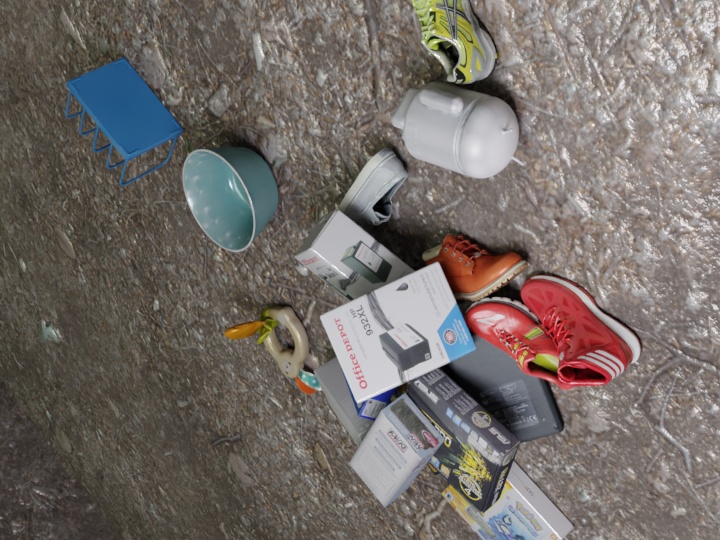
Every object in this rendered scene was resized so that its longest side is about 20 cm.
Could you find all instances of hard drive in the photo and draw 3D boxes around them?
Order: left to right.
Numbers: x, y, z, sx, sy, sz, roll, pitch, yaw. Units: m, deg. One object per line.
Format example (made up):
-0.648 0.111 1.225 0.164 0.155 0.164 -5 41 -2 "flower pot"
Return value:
0.224 0.180 1.596 0.138 0.033 0.202 -18 103 20 "hard drive"

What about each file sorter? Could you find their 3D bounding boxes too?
-0.477 -0.292 2.006 0.200 0.138 0.123 49 145 10 "file sorter"

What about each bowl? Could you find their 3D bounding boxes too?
-0.227 -0.147 1.855 0.199 0.105 0.203 26 133 33 "bowl"

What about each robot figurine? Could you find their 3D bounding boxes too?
0.140 -0.197 1.412 0.199 0.114 0.169 23 169 36 "robot figurine"

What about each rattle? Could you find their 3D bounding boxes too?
-0.164 0.181 1.994 0.129 0.143 0.203 -8 105 30 "rattle"

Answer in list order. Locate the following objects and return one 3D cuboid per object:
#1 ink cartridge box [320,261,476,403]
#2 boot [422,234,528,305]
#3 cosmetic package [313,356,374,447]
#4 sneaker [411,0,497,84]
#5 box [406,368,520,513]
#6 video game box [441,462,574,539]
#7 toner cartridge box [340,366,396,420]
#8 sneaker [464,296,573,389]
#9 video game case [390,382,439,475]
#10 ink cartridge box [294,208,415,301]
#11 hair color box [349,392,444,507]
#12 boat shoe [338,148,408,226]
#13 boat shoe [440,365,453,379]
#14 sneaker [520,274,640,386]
0.056 0.095 1.522 0.084 0.198 0.147 64 -178 -85 "ink cartridge box"
0.170 -0.010 1.546 0.199 0.075 0.108 -20 95 53 "boot"
0.000 0.250 1.829 0.200 0.089 0.107 53 169 47 "cosmetic package"
0.111 -0.347 1.370 0.201 0.076 0.075 57 144 3 "sneaker"
0.150 0.261 1.580 0.200 0.049 0.162 41 140 28 "box"
0.254 0.422 1.772 0.200 0.047 0.183 46 138 14 "video game box"
0.011 0.162 1.747 0.096 0.043 0.201 -63 24 20 "toner cartridge box"
0.245 0.109 1.497 0.198 0.085 0.078 27 123 6 "sneaker"
0.118 0.246 1.695 0.201 0.025 0.181 58 153 2 "video game case"
0.000 0.000 1.642 0.199 0.084 0.146 38 167 -8 "ink cartridge box"
0.056 0.295 1.636 0.099 0.060 0.201 48 146 17 "hair color box"
0.019 -0.111 1.639 0.072 0.070 0.201 48 140 14 "boat shoe"
0.137 0.169 1.699 0.199 0.074 0.076 27 135 33 "boat shoe"
0.293 0.087 1.439 0.199 0.115 0.079 32 136 28 "sneaker"
